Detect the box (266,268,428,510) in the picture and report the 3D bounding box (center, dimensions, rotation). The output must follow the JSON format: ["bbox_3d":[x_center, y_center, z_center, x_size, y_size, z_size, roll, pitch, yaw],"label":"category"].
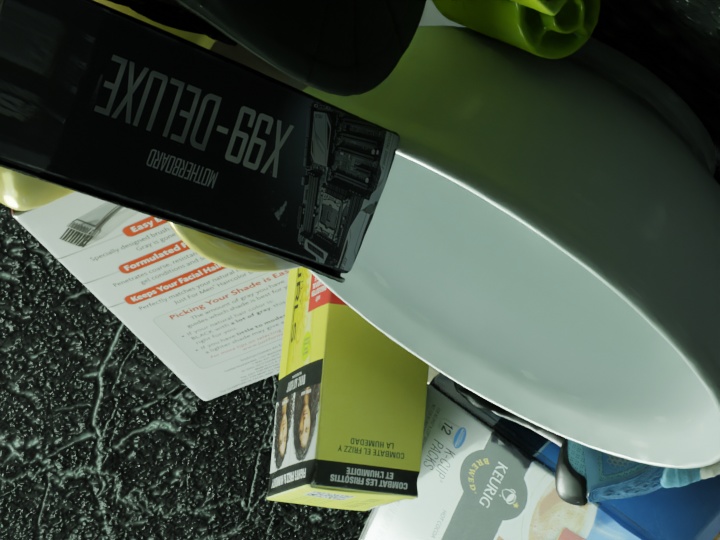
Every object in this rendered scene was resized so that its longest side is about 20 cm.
[{"bbox_3d":[0.000,0.000,0.878,0.050,0.201,0.075,9,168,-16],"label":"box"}]

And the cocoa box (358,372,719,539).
[{"bbox_3d":[0.114,0.090,0.936,0.131,0.134,0.200,36,-140,17],"label":"cocoa box"}]

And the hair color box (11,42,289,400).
[{"bbox_3d":[-0.073,-0.021,0.969,0.200,0.110,0.064,52,-160,-55],"label":"hair color box"}]

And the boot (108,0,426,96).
[{"bbox_3d":[-0.090,-0.125,0.567,0.153,0.074,0.203,25,172,48],"label":"boot"}]

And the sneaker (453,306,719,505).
[{"bbox_3d":[0.072,0.013,0.830,0.079,0.090,0.200,75,168,-49],"label":"sneaker"}]

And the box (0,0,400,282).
[{"bbox_3d":[-0.110,-0.066,0.617,0.200,0.050,0.157,25,-175,41],"label":"box"}]

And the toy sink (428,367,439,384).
[{"bbox_3d":[0.135,0.052,1.123,0.200,0.112,0.130,33,-174,15],"label":"toy sink"}]

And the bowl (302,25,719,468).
[{"bbox_3d":[0.062,-0.023,0.709,0.201,0.091,0.201,31,164,10],"label":"bowl"}]

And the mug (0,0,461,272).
[{"bbox_3d":[-0.065,-0.104,0.798,0.186,0.150,0.153,3,-147,-44],"label":"mug"}]

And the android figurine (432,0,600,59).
[{"bbox_3d":[-0.004,-0.133,0.608,0.182,0.041,0.200,39,176,-34],"label":"android figurine"}]
